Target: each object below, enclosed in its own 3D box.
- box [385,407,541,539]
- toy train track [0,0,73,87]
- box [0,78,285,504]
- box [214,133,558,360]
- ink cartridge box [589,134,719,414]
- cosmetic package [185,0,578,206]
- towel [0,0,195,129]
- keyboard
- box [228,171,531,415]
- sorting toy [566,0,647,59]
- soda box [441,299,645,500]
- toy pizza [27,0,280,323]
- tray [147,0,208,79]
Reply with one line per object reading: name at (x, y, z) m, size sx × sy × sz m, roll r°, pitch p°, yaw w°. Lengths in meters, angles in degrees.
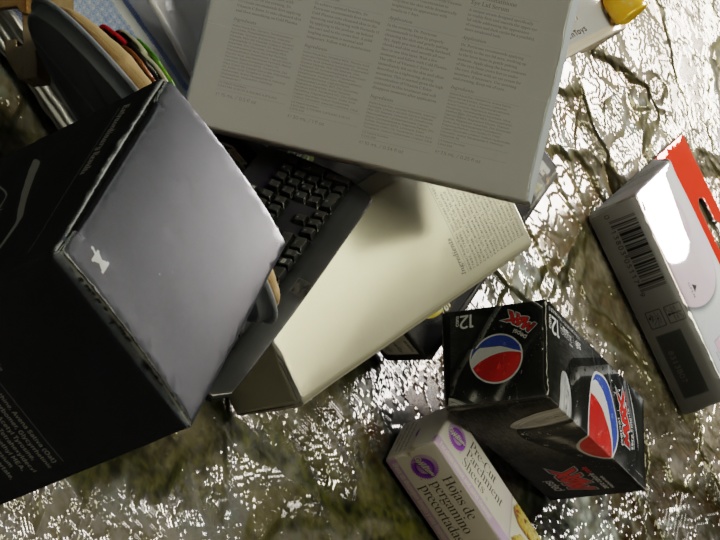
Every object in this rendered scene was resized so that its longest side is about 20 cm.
box at (0.087, 0.175, 1.755) m, size 0.200 × 0.039 × 0.041 m, roll 57°, pitch 32°, yaw -18°
toy train track at (-0.185, -0.196, 1.514) m, size 0.115 × 0.032 × 0.201 m, roll 32°, pitch 54°, yaw -75°
box at (-0.155, 0.022, 1.328) m, size 0.105 × 0.199 × 0.148 m, roll 54°, pitch 34°, yaw -21°
box at (0.014, -0.070, 1.732) m, size 0.200 × 0.049 × 0.161 m, roll 51°, pitch 59°, yaw -26°
ink cartridge box at (0.251, -0.008, 2.105) m, size 0.200 × 0.057 × 0.163 m, roll -36°, pitch 102°, yaw -53°
cosmetic package at (0.015, -0.131, 1.603) m, size 0.052 × 0.199 × 0.152 m, roll 13°, pitch 91°, yaw -84°
towel at (-0.139, -0.142, 1.620) m, size 0.147 × 0.024 × 0.200 m, roll 55°, pitch 32°, yaw -17°
keyboard at (-0.086, -0.008, 1.548) m, size 0.200 × 0.126 × 0.021 m, roll -55°, pitch 154°, yaw -47°
box at (0.000, 0.000, 1.638) m, size 0.200 × 0.068 × 0.083 m, roll -32°, pitch 101°, yaw -36°
sorting toy at (0.060, -0.192, 1.695) m, size 0.200 × 0.107 × 0.181 m, roll -30°, pitch 91°, yaw -42°
soda box at (0.116, 0.082, 1.777) m, size 0.200 × 0.070 × 0.064 m, roll 41°, pitch 45°, yaw -60°
toy pizza at (-0.097, -0.059, 1.445) m, size 0.200 × 0.032 × 0.200 m, roll 51°, pitch -10°, yaw 13°
tray at (-0.054, -0.202, 1.662) m, size 0.200 × 0.022 × 0.108 m, roll -45°, pitch 123°, yaw -26°
